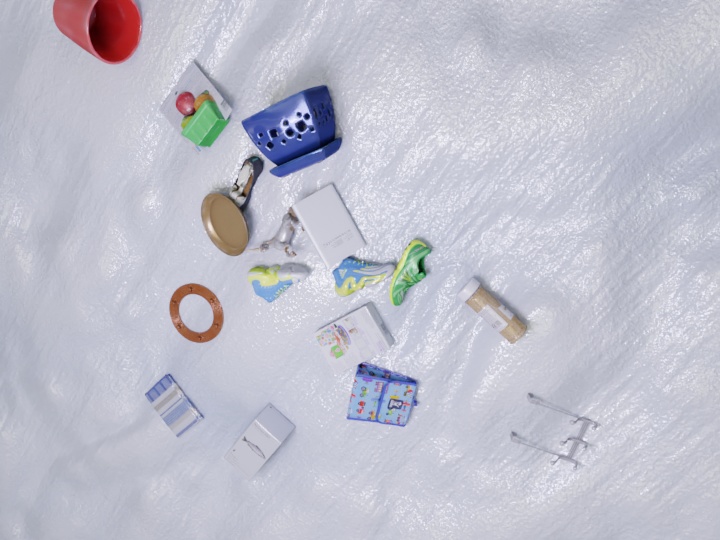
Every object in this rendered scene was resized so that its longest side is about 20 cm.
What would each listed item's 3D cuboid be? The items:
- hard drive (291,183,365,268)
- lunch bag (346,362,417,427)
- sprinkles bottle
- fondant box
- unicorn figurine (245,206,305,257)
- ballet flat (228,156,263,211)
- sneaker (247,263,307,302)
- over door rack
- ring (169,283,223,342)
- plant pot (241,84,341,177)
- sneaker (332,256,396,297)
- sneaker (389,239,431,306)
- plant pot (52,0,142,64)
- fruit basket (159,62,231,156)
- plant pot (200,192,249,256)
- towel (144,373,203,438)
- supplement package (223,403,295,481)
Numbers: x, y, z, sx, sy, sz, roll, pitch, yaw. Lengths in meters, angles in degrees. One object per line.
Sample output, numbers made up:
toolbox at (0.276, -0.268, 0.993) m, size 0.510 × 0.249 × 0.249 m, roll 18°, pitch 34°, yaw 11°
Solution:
hard drive at (-0.088, -0.125, 1.661) m, size 0.131 × 0.026 × 0.201 m, roll -31°, pitch 94°, yaw -15°
lunch bag at (0.071, 0.377, 1.754) m, size 0.198 × 0.094 × 0.152 m, roll 12°, pitch 107°, yaw 1°
sprinkles bottle at (0.356, 0.109, 1.596) m, size 0.200 × 0.068 × 0.068 m, roll 42°, pitch 112°, yaw 3°
fondant box at (-0.022, 0.201, 1.742) m, size 0.199 × 0.058 × 0.145 m, roll -29°, pitch 94°, yaw 21°
unicorn figurine at (-0.227, -0.097, 1.717) m, size 0.201 × 0.074 × 0.137 m, roll -55°, pitch 39°, yaw 1°
ballet flat at (-0.349, -0.244, 1.726) m, size 0.073 × 0.073 × 0.201 m, roll 33°, pitch 111°, yaw 7°
sneaker at (-0.240, 0.040, 1.762) m, size 0.198 × 0.076 × 0.106 m, roll 2°, pitch 115°, yaw 25°
over door rack at (0.530, 0.453, 1.629) m, size 0.199 × 0.067 × 0.149 m, roll 22°, pitch 108°, yaw 11°
ring at (-0.536, 0.141, 1.908) m, size 0.199 × 0.019 × 0.202 m, roll 5°, pitch 106°, yaw 17°
plant pot at (-0.167, -0.367, 1.574) m, size 0.199 × 0.200 × 0.181 m, roll -18°, pitch 105°, yaw 20°
sneaker at (0.000, 0.000, 1.675) m, size 0.199 × 0.076 × 0.106 m, roll -24°, pitch 95°, yaw 22°
sneaker at (0.137, 0.016, 1.637) m, size 0.083 × 0.074 × 0.201 m, roll 26°, pitch 109°, yaw 13°
plant pot at (-0.758, -0.714, 1.680) m, size 0.176 × 0.200 × 0.202 m, roll 26°, pitch 110°, yaw 20°
fruit basket at (-0.477, -0.466, 1.713) m, size 0.185 × 0.094 × 0.200 m, roll -45°, pitch 72°, yaw 21°
plant pot at (-0.399, -0.139, 1.757) m, size 0.199 × 0.027 × 0.201 m, roll 21°, pitch 127°, yaw 30°
towel at (-0.639, 0.466, 2.020) m, size 0.147 × 0.024 × 0.200 m, roll -40°, pitch 88°, yaw 24°
supplement package at (-0.325, 0.551, 1.892) m, size 0.117 × 0.117 × 0.200 m, roll 40°, pitch 111°, yaw 5°
